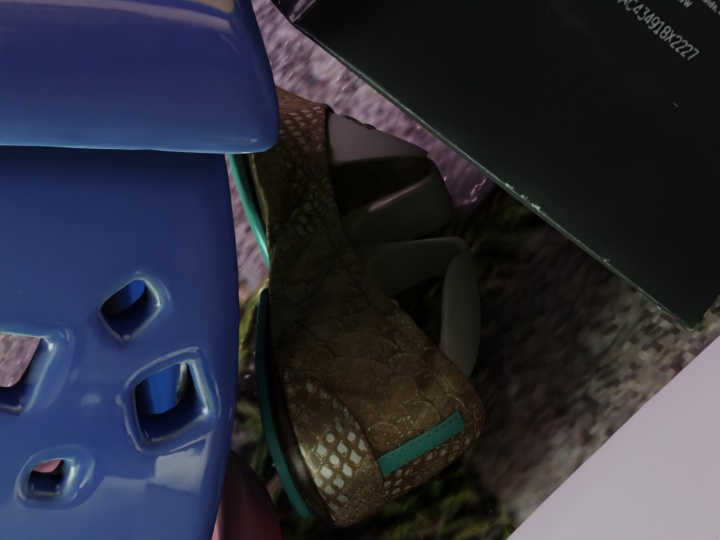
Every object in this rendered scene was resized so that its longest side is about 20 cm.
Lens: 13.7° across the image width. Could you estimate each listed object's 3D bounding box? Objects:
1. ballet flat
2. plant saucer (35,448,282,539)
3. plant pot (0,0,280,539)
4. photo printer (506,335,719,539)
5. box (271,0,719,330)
[{"bbox_3d":[0.000,0.000,0.865,0.065,0.071,0.200,-19,36,4],"label":"ballet flat"},{"bbox_3d":[-0.084,0.138,0.828,0.200,0.051,0.201,-38,30,27],"label":"plant saucer"},{"bbox_3d":[-0.130,-0.046,0.753,0.200,0.199,0.180,-109,28,-44],"label":"plant pot"},{"bbox_3d":[0.104,0.087,0.574,0.166,0.069,0.200,-44,28,17],"label":"photo printer"},{"bbox_3d":[0.042,-0.104,0.808,0.124,0.148,0.200,-51,27,7],"label":"box"}]
